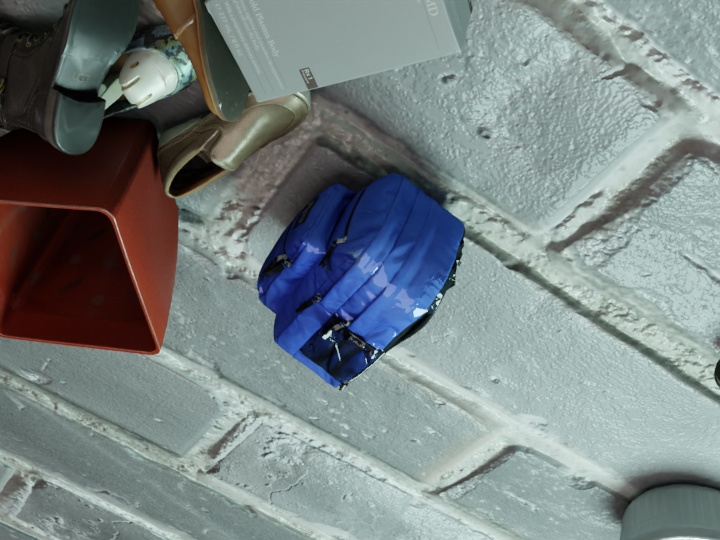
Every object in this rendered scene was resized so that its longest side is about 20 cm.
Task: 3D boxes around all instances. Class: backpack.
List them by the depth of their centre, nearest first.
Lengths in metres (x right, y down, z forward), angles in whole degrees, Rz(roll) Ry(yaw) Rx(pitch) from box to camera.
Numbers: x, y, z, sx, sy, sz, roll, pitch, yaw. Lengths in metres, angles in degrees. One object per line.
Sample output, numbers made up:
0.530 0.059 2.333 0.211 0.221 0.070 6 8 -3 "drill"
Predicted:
0.000 0.000 0.893 0.167 0.164 0.199 36 134 -17 "backpack"

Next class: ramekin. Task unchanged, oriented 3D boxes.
0.450 0.378 1.196 0.198 0.095 0.205 8 136 8 "ramekin"

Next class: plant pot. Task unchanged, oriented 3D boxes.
-0.291 -0.053 0.912 0.195 0.178 0.203 6 136 11 "plant pot"

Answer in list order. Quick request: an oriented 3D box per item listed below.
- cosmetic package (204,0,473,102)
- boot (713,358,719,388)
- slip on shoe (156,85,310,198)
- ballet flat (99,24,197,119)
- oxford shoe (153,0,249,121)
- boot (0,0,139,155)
-0.014 -0.224 0.725 0.196 0.091 0.108 -8 130 27 "cosmetic package"
0.490 0.177 1.009 0.178 0.074 0.202 5 143 14 "boot"
-0.128 -0.128 0.858 0.197 0.062 0.076 -16 149 31 "slip on shoe"
-0.229 -0.180 0.845 0.197 0.075 0.075 -14 130 28 "ballet flat"
-0.147 -0.229 0.763 0.070 0.071 0.204 0 116 27 "oxford shoe"
-0.301 -0.211 0.814 0.172 0.204 0.069 22 -175 34 "boot"
